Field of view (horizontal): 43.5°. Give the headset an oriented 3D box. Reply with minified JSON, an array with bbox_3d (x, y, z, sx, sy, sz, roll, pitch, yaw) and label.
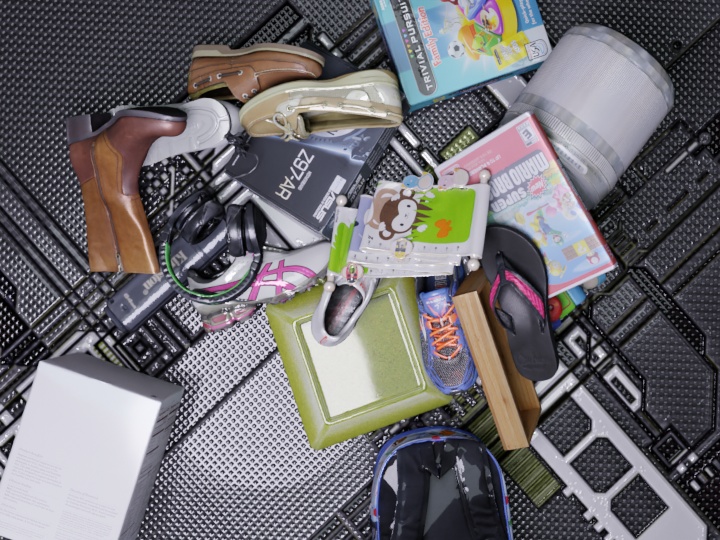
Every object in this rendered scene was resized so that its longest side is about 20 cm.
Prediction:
[{"bbox_3d":[-0.169,-0.061,1.075,0.122,0.094,0.203,16,81,3],"label":"headset"}]

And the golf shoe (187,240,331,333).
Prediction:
[{"bbox_3d":[-0.121,0.001,1.129,0.198,0.073,0.093,-24,100,-2],"label":"golf shoe"}]

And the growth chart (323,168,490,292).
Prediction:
[{"bbox_3d":[0.054,-0.051,1.040,0.197,0.018,0.147,-7,63,16],"label":"growth chart"}]

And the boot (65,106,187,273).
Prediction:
[{"bbox_3d":[-0.275,-0.093,1.094,0.186,0.068,0.203,-3,100,22],"label":"boot"}]

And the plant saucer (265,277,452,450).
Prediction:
[{"bbox_3d":[-0.001,0.107,1.148,0.197,0.048,0.202,-19,89,-1],"label":"plant saucer"}]

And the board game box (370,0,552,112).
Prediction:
[{"bbox_3d":[0.129,-0.309,1.158,0.197,0.047,0.153,-19,89,-1],"label":"board game box"}]

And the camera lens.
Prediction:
[{"bbox_3d":[0.270,-0.184,1.101,0.159,0.160,0.201,37,88,0],"label":"camera lens"}]

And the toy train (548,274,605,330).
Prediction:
[{"bbox_3d":[0.215,-0.032,1.142,0.115,0.085,0.201,-35,88,-13],"label":"toy train"}]

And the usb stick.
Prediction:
[{"bbox_3d":[-0.240,-0.001,1.153,0.200,0.033,0.056,-42,91,-1],"label":"usb stick"}]

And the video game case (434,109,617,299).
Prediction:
[{"bbox_3d":[0.189,-0.064,1.047,0.142,0.017,0.202,-28,94,37],"label":"video game case"}]

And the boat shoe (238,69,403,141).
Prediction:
[{"bbox_3d":[-0.049,-0.186,1.077,0.198,0.073,0.064,-9,73,5],"label":"boat shoe"}]

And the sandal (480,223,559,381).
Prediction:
[{"bbox_3d":[0.186,0.042,1.055,0.074,0.045,0.203,-9,105,35],"label":"sandal"}]

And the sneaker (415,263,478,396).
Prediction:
[{"bbox_3d":[0.097,0.055,1.104,0.074,0.078,0.203,-16,65,14],"label":"sneaker"}]

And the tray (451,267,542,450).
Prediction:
[{"bbox_3d":[0.169,0.105,1.104,0.037,0.099,0.202,-16,102,25],"label":"tray"}]

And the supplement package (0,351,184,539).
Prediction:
[{"bbox_3d":[-0.324,0.222,1.088,0.150,0.151,0.203,18,89,0],"label":"supplement package"}]

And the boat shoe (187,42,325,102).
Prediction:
[{"bbox_3d":[-0.130,-0.236,1.114,0.198,0.072,0.069,7,82,35],"label":"boat shoe"}]

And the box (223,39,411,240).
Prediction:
[{"bbox_3d":[-0.055,-0.165,1.133,0.159,0.044,0.201,32,89,17],"label":"box"}]

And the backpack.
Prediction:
[{"bbox_3d":[0.096,0.288,1.095,0.197,0.154,0.194,-2,97,-7],"label":"backpack"}]

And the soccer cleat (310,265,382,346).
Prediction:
[{"bbox_3d":[0.000,0.000,1.083,0.068,0.085,0.202,29,85,-5],"label":"soccer cleat"}]

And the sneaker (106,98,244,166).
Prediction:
[{"bbox_3d":[-0.238,-0.176,1.142,0.197,0.080,0.078,0,103,19],"label":"sneaker"}]
